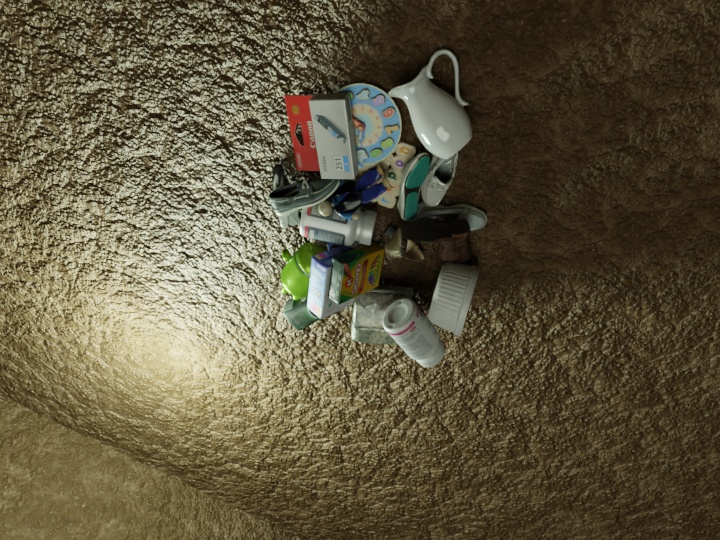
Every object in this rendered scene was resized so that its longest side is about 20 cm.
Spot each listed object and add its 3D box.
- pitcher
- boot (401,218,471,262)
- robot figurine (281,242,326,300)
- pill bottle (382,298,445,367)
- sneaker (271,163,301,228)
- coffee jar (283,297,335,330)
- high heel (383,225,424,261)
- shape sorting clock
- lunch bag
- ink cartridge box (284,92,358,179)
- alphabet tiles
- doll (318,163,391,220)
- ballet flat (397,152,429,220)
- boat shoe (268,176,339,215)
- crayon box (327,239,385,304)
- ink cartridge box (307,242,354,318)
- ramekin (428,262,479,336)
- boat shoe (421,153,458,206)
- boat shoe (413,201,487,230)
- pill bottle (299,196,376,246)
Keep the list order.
[{"bbox_3d":[0.184,-0.374,1.327,0.170,0.122,0.201,-36,100,20],"label":"pitcher"},{"bbox_3d":[0.209,-0.071,1.579,0.181,0.066,0.200,1,161,10],"label":"boot"},{"bbox_3d":[-0.163,0.000,1.744,0.173,0.117,0.200,30,131,-15],"label":"robot figurine"},{"bbox_3d":[0.158,0.183,1.679,0.111,0.115,0.201,-20,128,28],"label":"pill bottle"},{"bbox_3d":[-0.200,-0.207,1.607,0.077,0.075,0.203,-6,136,3],"label":"sneaker"},{"bbox_3d":[-0.146,0.110,1.860,0.197,0.086,0.105,-26,119,33],"label":"coffee jar"},{"bbox_3d":[0.136,-0.049,1.585,0.141,0.201,0.072,36,104,-16],"label":"high heel"},{"bbox_3d":[0.004,-0.353,1.428,0.194,0.040,0.204,8,127,11],"label":"shape sorting clock"},{"bbox_3d":[0.070,0.121,1.781,0.194,0.141,0.171,6,131,4],"label":"lunch bag"},{"bbox_3d":[-0.100,-0.326,1.435,0.171,0.045,0.204,4,125,18],"label":"ink cartridge box"},{"bbox_3d":[0.071,-0.256,1.528,0.191,0.015,0.202,18,133,-4],"label":"alphabet tiles"},{"bbox_3d":[-0.022,-0.199,1.512,0.197,0.139,0.048,-28,158,10],"label":"doll"},{"bbox_3d":[0.125,-0.222,1.493,0.067,0.070,0.203,12,132,2],"label":"ballet flat"},{"bbox_3d":[-0.148,-0.207,1.520,0.196,0.074,0.062,-21,132,16],"label":"boat shoe"},{"bbox_3d":[0.000,0.000,1.642,0.050,0.198,0.130,30,127,33],"label":"crayon box"},{"bbox_3d":[-0.075,0.016,1.666,0.076,0.135,0.204,32,127,32],"label":"ink cartridge box"},{"bbox_3d":[0.262,0.073,1.660,0.102,0.202,0.203,16,134,9],"label":"ramekin"},{"bbox_3d":[0.199,-0.234,1.471,0.069,0.070,0.203,0,135,-11],"label":"boat shoe"},{"bbox_3d":[0.238,-0.135,1.561,0.196,0.066,0.076,10,134,3],"label":"boat shoe"},{"bbox_3d":[-0.059,-0.133,1.597,0.194,0.121,0.121,13,134,2],"label":"pill bottle"}]
